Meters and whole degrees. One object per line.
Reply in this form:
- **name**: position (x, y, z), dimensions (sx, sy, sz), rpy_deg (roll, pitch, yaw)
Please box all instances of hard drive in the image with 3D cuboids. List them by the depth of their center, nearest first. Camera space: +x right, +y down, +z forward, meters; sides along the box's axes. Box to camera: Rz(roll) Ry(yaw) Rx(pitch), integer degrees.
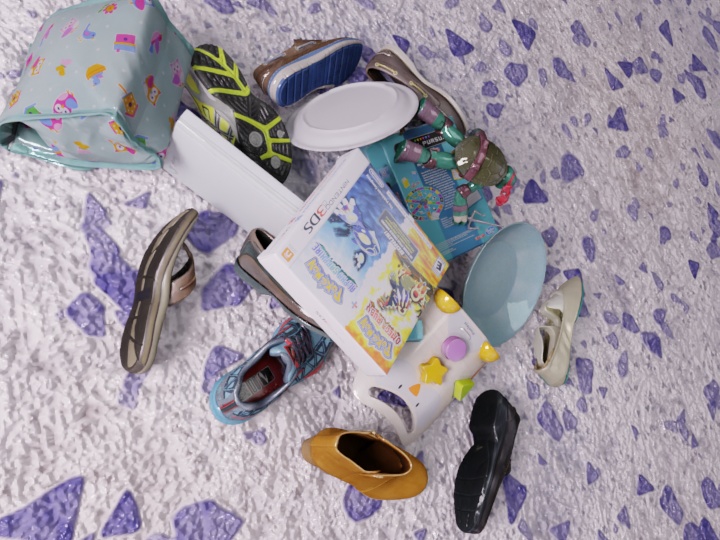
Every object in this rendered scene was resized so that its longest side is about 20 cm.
- **hard drive**: position (-0.149, -0.098, 0.704), dimensions (0.199, 0.131, 0.027), rpy_deg (37, 63, -13)

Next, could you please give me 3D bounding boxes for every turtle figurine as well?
- **turtle figurine**: position (0.153, -0.156, 0.808), dimensions (0.197, 0.101, 0.152), rpy_deg (28, 67, -14)

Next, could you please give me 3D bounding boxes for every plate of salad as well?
- **plate of salad**: position (-0.012, -0.216, 0.809), dimensions (0.200, 0.198, 0.049), rpy_deg (-43, 138, -30)

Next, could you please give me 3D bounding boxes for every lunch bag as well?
- **lunch bag**: position (-0.314, -0.212, 0.652), dimensions (0.196, 0.122, 0.174), rpy_deg (1, 70, 17)

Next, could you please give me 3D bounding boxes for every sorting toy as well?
- **sorting toy**: position (0.081, 0.135, 0.770), dimensions (0.200, 0.106, 0.181), rpy_deg (46, 75, -19)

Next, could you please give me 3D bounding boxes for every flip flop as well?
- **flip flop**: position (-0.227, 0.023, 0.665), dimensions (0.057, 0.080, 0.204), rpy_deg (23, 66, -38)

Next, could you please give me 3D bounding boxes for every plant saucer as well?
- **plant saucer**: position (0.216, 0.020, 0.881), dimensions (0.198, 0.038, 0.205), rpy_deg (-15, 116, -34)

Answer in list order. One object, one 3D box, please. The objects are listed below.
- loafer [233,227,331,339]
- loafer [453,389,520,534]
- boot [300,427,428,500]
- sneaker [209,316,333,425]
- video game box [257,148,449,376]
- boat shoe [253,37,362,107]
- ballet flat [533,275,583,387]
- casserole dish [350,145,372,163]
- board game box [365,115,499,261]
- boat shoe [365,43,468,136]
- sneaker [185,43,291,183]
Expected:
- **loafer**: position (-0.071, 0.019, 0.707), dimensions (0.198, 0.064, 0.072), rpy_deg (30, 29, 9)
- **loafer**: position (0.189, 0.278, 0.807), dimensions (0.072, 0.072, 0.203), rpy_deg (32, 64, -20)
- **boot**: position (0.031, 0.242, 0.690), dimensions (0.198, 0.144, 0.072), rpy_deg (23, 66, -20)
- **sneaker**: position (-0.089, 0.114, 0.692), dimensions (0.080, 0.095, 0.200), rpy_deg (50, 58, -5)
- **video game box**: position (0.002, -0.010, 0.672), dimensions (0.200, 0.046, 0.183), rpy_deg (48, 60, -22)
- **boat shoe**: position (-0.075, -0.315, 0.842), dimensions (0.072, 0.073, 0.199), rpy_deg (38, 49, 18)
- **ballet flat**: position (0.326, 0.091, 0.942), dimensions (0.069, 0.069, 0.203), rpy_deg (26, 64, -18)
- **casserole dish**: position (0.072, -0.162, 0.897), dimensions (0.196, 0.039, 0.124), rpy_deg (-6, 78, -28)
- **board game box**: position (0.112, -0.116, 0.856), dimensions (0.149, 0.047, 0.204), rpy_deg (-22, 89, -30)
- **boat shoe**: position (0.092, -0.280, 0.926), dimensions (0.200, 0.072, 0.060), rpy_deg (44, 66, -5)
- **sneaker**: position (-0.165, -0.203, 0.766), dimensions (0.075, 0.076, 0.202), rpy_deg (-41, 107, -33)
